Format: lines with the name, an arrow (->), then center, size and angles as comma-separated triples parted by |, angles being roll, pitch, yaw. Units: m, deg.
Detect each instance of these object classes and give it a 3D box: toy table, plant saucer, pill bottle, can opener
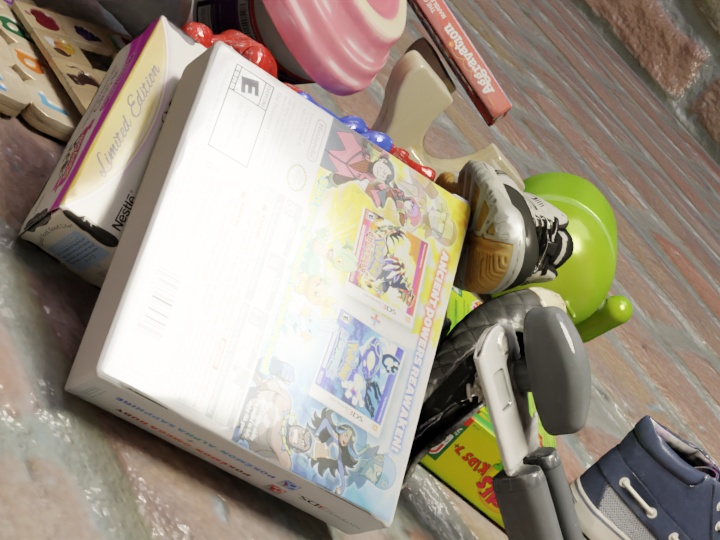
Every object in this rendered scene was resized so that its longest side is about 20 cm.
toy table -> 0.038, -0.077, 1.131 | 0.185, 0.117, 0.200 | 63, 13, 25
plant saucer -> -0.021, -0.217, 0.996 | 0.200, 0.050, 0.202 | -16, 90, -70
pill bottle -> -0.061, -0.200, 1.187 | 0.112, 0.113, 0.200 | 34, -10, -24
can opener -> 0.107, 0.123, 0.872 | 0.053, 0.066, 0.202 | -30, 110, -56

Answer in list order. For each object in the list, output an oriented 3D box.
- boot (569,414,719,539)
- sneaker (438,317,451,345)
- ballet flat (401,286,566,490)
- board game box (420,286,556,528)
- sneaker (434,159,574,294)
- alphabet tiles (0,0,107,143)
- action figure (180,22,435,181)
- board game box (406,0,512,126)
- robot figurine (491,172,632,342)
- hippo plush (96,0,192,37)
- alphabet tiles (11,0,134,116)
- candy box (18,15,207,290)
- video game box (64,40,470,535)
boot -> 0.245, 0.192, 1.090 | 0.199, 0.090, 0.073 | 37, 19, -17
sneaker -> 0.000, 0.000, 0.994 | 0.079, 0.096, 0.201 | 22, 27, -46
ballet flat -> 0.061, 0.073, 0.901 | 0.057, 0.067, 0.199 | 25, 46, 37
board game box -> 0.082, 0.087, 1.050 | 0.101, 0.048, 0.200 | 39, 19, -11
sneaker -> 0.095, -0.025, 0.936 | 0.087, 0.076, 0.200 | 12, 8, -7
alphabet tiles -> -0.237, -0.158, 0.978 | 0.195, 0.015, 0.201 | 25, 26, -45
action figure -> -0.052, -0.079, 0.964 | 0.200, 0.099, 0.065 | 35, 1, -36
board game box -> 0.049, -0.198, 1.132 | 0.201, 0.019, 0.103 | 57, 3, 0
robot figurine -> 0.168, -0.019, 1.346 | 0.176, 0.116, 0.200 | 46, 19, -6
hippo plush -> -0.129, -0.254, 1.037 | 0.199, 0.160, 0.161 | 18, 68, -57
alphabet tiles -> -0.124, -0.101, 1.003 | 0.166, 0.008, 0.200 | 12, 32, -46
candy box -> -0.072, -0.026, 0.857 | 0.199, 0.061, 0.137 | 35, 59, -22
video game box -> -0.039, 0.010, 0.801 | 0.181, 0.047, 0.201 | 30, 59, -23
